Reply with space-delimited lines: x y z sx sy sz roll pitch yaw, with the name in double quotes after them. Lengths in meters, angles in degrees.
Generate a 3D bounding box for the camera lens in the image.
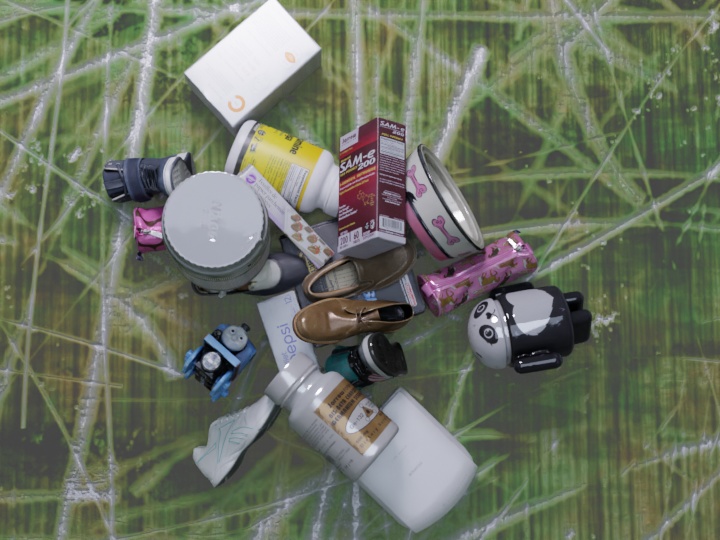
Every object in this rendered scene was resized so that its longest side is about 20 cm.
-0.218 -0.058 1.582 0.160 0.200 0.160 1 81 -4 "camera lens"

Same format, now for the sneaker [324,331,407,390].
-0.003 0.149 1.673 0.121 0.200 0.084 -17 75 11 "sneaker"

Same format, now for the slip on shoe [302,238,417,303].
0.000 0.000 1.698 0.200 0.061 0.076 -18 86 -3 "slip on shoe"

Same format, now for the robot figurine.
0.277 0.092 1.713 0.200 0.150 0.125 -11 98 -3 "robot figurine"

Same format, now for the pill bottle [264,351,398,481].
-0.048 0.225 1.631 0.200 0.114 0.114 41 85 5 "pill bottle"

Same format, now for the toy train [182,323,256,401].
-0.223 0.139 1.660 0.087 0.200 0.114 39 74 2 "toy train"

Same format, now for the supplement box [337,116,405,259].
0.018 -0.129 1.646 0.061 0.109 0.200 12 70 -34 "supplement box"

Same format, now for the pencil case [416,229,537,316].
0.192 0.006 1.729 0.200 0.083 0.087 -25 125 -9 "pencil case"

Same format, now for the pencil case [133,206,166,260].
-0.276 -0.072 1.726 0.200 0.094 0.091 -7 86 -3 "pencil case"

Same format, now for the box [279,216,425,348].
-0.014 0.008 1.752 0.198 0.050 0.200 -17 86 -2 "box"

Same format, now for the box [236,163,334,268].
-0.123 -0.087 1.682 0.039 0.041 0.200 -44 107 -3 "box"

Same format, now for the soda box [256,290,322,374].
-0.110 0.138 1.727 0.068 0.063 0.200 -19 86 -4 "soda box"

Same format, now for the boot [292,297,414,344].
-0.009 0.073 1.651 0.200 0.075 0.074 -5 81 -24 "boot"

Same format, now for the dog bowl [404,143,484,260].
0.122 -0.104 1.700 0.074 0.200 0.200 -30 86 16 "dog bowl"

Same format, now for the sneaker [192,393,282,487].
-0.202 0.259 1.699 0.080 0.070 0.200 42 98 11 "sneaker"

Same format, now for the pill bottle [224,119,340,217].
-0.116 -0.165 1.731 0.200 0.112 0.112 22 84 0 "pill bottle"

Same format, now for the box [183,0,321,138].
-0.179 -0.340 1.752 0.200 0.097 0.124 -42 88 -6 "box"

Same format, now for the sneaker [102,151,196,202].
-0.349 -0.144 1.681 0.146 0.202 0.077 -8 101 -2 "sneaker"

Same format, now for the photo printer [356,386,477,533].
0.080 0.318 1.714 0.200 0.069 0.166 45 85 2 "photo printer"

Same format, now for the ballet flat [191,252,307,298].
-0.189 0.012 1.709 0.200 0.073 0.073 -6 85 14 "ballet flat"
